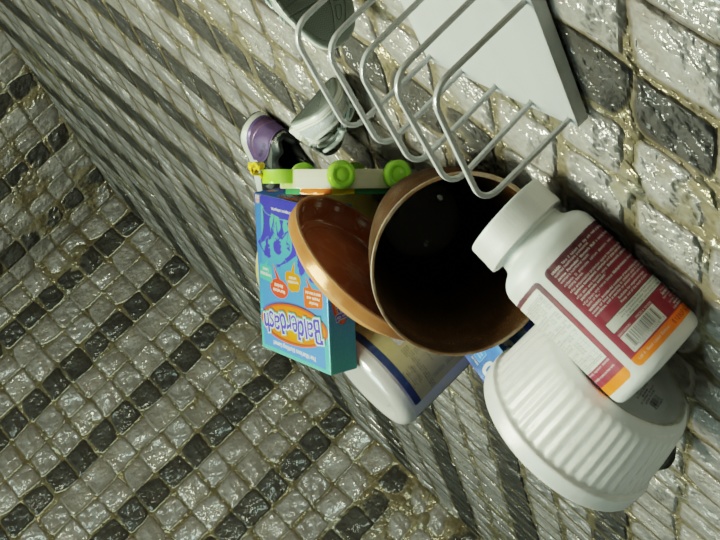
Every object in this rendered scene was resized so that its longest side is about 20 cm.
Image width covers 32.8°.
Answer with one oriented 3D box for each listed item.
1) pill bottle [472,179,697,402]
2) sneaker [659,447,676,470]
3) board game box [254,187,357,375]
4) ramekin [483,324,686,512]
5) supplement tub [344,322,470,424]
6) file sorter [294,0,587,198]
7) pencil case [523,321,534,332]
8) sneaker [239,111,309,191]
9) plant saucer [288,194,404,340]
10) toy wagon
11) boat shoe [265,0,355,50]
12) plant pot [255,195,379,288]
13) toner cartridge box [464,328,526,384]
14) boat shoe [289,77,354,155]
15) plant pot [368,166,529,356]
[{"bbox_3d":[0.205,0.016,1.133,0.200,0.109,0.110,45,168,10],"label":"pill bottle"},{"bbox_3d":[0.296,0.163,1.424,0.200,0.077,0.089,44,-178,38],"label":"sneaker"},{"bbox_3d":[-0.068,0.010,1.489,0.151,0.045,0.203,15,113,50],"label":"board game box"},{"bbox_3d":[0.232,0.128,1.225,0.198,0.105,0.201,26,-149,-17],"label":"ramekin"},{"bbox_3d":[0.078,0.079,1.548,0.144,0.200,0.145,44,166,14],"label":"supplement tub"},{"bbox_3d":[0.062,-0.166,1.011,0.199,0.125,0.139,34,163,45],"label":"file sorter"},{"bbox_3d":[0.206,0.116,1.509,0.077,0.087,0.201,8,143,45],"label":"pencil case"},{"bbox_3d":[-0.111,-0.141,1.808,0.087,0.076,0.201,31,161,32],"label":"sneaker"},{"bbox_3d":[0.000,0.000,1.335,0.199,0.032,0.201,34,-155,-18],"label":"plant saucer"},{"bbox_3d":[-0.036,-0.108,1.430,0.155,0.197,0.040,-170,79,-69],"label":"toy wagon"},{"bbox_3d":[-0.076,-0.300,1.192,0.203,0.074,0.065,50,174,2],"label":"boat shoe"},{"bbox_3d":[-0.018,-0.011,1.611,0.141,0.200,0.201,34,163,33],"label":"plant pot"},{"bbox_3d":[0.157,0.089,1.372,0.094,0.043,0.201,15,-148,-48],"label":"toner cartridge box"},{"bbox_3d":[-0.039,-0.172,1.434,0.065,0.075,0.202,41,172,-6],"label":"boat shoe"},{"bbox_3d":[0.085,-0.033,1.294,0.187,0.186,0.200,50,-177,-19],"label":"plant pot"}]
